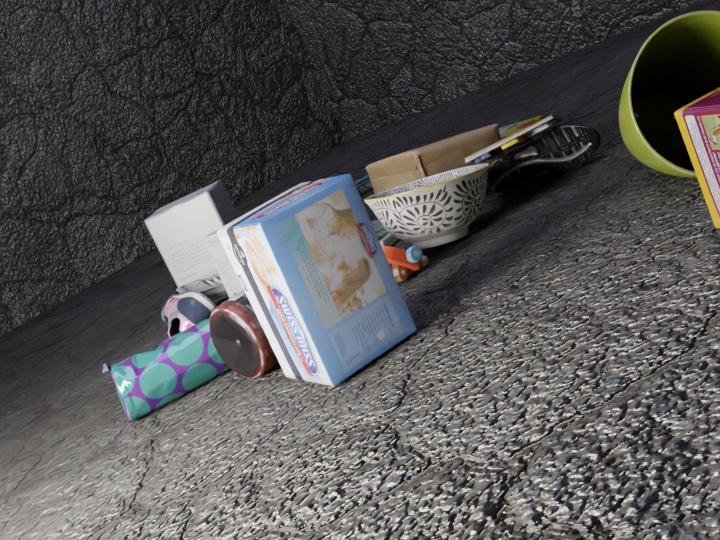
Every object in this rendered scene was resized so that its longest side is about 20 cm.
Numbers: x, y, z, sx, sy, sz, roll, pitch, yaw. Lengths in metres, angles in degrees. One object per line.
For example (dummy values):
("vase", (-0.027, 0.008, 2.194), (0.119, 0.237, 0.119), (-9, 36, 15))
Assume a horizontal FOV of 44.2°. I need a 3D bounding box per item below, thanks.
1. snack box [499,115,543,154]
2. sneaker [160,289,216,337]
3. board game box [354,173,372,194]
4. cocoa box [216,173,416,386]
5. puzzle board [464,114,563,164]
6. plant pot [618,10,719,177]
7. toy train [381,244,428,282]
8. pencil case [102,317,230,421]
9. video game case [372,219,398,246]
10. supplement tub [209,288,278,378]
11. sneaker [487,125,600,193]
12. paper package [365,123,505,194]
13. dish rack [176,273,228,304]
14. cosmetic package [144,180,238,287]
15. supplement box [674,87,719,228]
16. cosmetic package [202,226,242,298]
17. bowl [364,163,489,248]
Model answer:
("snack box", (0.275, -0.254, 1.837), (0.141, 0.054, 0.199), (-32, 13, -30))
("sneaker", (-0.331, 0.091, 1.601), (0.199, 0.070, 0.083), (-24, 32, 60))
("board game box", (0.037, -0.245, 2.352), (0.198, 0.029, 0.135), (-32, 12, -26))
("cocoa box", (-0.049, 0.011, 1.018), (0.132, 0.203, 0.131), (-30, 14, -26))
("puzzle board", (0.253, -0.210, 1.432), (0.149, 0.018, 0.200), (-25, 1, 19))
("plant pot", (0.398, -0.195, 1.099), (0.185, 0.190, 0.200), (-25, -3, 1))
("toy train", (0.000, 0.000, 1.302), (0.148, 0.057, 0.199), (15, -16, -26))
("pencil case", (-0.249, 0.125, 1.230), (0.198, 0.086, 0.093), (-27, 39, -10))
("video game case", (0.007, -0.056, 1.628), (0.198, 0.022, 0.182), (-16, 15, 36))
("supplement tub", (-0.100, 0.051, 1.187), (0.106, 0.108, 0.199), (-12, 17, 47))
("sneaker", (0.306, -0.196, 1.478), (0.198, 0.075, 0.080), (-18, 12, 31))
("paper package", (0.141, -0.181, 1.612), (0.198, 0.105, 0.190), (-22, 9, -28))
("dish rack", (-0.247, 0.026, 1.703), (0.197, 0.044, 0.171), (-21, 9, -17))
("cosmetic package", (-0.360, -0.073, 2.019), (0.163, 0.203, 0.165), (-23, 12, 8))
("supplement box", (0.392, -0.109, 0.787), (0.102, 0.133, 0.200), (-26, 13, -8))
("cosmetic package", (-0.173, -0.008, 1.476), (0.051, 0.153, 0.199), (-32, 14, -34))
("bowl", (0.112, -0.090, 1.347), (0.197, 0.096, 0.201), (-17, 8, 2))
